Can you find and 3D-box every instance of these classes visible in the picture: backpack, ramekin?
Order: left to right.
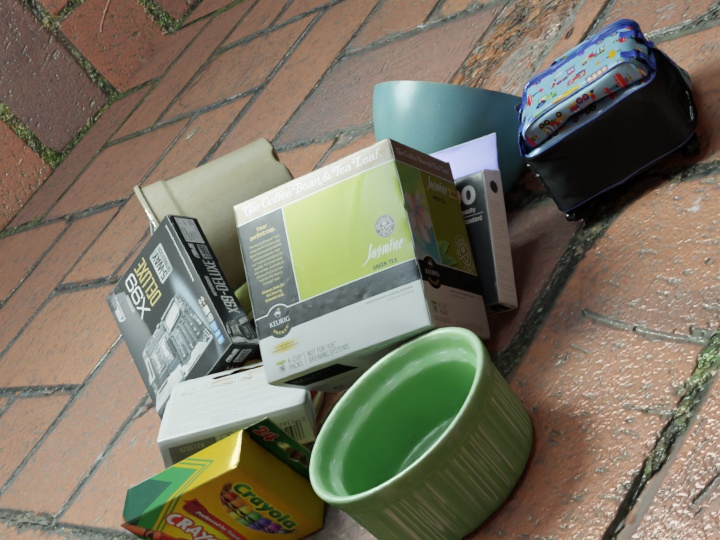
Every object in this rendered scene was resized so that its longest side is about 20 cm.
[{"bbox_3d":[0.059,0.157,1.299,0.199,0.098,0.201,-36,24,18],"label":"ramekin"},{"bbox_3d":[0.258,-0.177,1.521,0.182,0.135,0.201,-31,22,26],"label":"backpack"}]

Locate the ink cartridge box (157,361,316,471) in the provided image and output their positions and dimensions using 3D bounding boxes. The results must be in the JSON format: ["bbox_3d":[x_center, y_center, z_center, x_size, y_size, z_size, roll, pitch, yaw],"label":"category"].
[{"bbox_3d":[-0.130,0.151,1.547,0.161,0.051,0.200,-15,11,1],"label":"ink cartridge box"}]

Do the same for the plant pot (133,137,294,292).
[{"bbox_3d":[-0.166,-0.071,1.881,0.183,0.201,0.200,-32,22,-4],"label":"plant pot"}]

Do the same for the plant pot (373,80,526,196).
[{"bbox_3d":[0.104,-0.132,1.667,0.200,0.199,0.136,6,87,62],"label":"plant pot"}]

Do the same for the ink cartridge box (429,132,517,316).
[{"bbox_3d":[0.063,-0.034,1.538,0.197,0.043,0.202,-17,67,31],"label":"ink cartridge box"}]

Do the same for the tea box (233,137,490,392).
[{"bbox_3d":[0.000,0.000,1.460,0.199,0.133,0.198,-20,73,28],"label":"tea box"}]

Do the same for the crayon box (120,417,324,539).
[{"bbox_3d":[-0.126,0.231,1.438,0.199,0.127,0.051,-31,35,30],"label":"crayon box"}]

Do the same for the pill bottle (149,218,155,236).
[{"bbox_3d":[-0.262,-0.047,2.201,0.111,0.111,0.200,-41,22,5],"label":"pill bottle"}]

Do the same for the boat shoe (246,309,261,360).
[{"bbox_3d":[-0.087,0.064,1.738,0.200,0.073,0.065,-50,31,25],"label":"boat shoe"}]

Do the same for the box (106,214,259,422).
[{"bbox_3d":[-0.214,0.060,1.717,0.158,0.050,0.201,-49,56,30],"label":"box"}]

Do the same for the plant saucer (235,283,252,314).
[{"bbox_3d":[-0.122,0.012,1.939,0.200,0.048,0.200,-38,23,12],"label":"plant saucer"}]

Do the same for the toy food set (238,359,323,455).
[{"bbox_3d":[-0.117,0.168,1.647,0.197,0.049,0.201,-24,29,40],"label":"toy food set"}]
